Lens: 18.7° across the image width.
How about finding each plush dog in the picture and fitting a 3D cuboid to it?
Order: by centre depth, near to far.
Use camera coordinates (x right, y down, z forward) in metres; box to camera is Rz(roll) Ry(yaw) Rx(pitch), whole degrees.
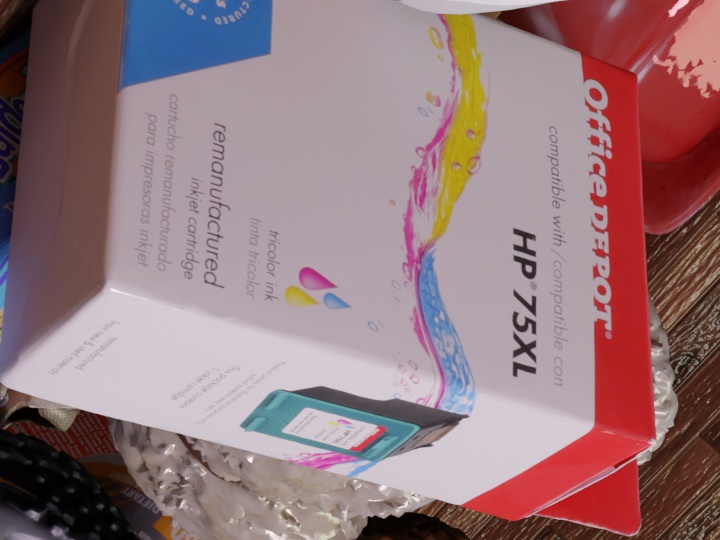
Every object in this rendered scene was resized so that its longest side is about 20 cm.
[{"bbox_3d":[-0.023,0.035,0.709,0.160,0.200,0.172,-37,168,-37],"label":"plush dog"}]

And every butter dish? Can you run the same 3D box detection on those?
[{"bbox_3d":[0.111,-0.151,0.954,0.200,0.201,0.147,-47,151,22],"label":"butter dish"}]

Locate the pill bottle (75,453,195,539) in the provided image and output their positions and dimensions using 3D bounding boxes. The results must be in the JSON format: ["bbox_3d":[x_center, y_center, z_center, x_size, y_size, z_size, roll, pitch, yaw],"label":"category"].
[{"bbox_3d":[-0.134,0.170,0.871,0.116,0.116,0.200,-49,178,40],"label":"pill bottle"}]

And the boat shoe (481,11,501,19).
[{"bbox_3d":[0.042,-0.156,0.773,0.072,0.072,0.201,-5,-134,44],"label":"boat shoe"}]

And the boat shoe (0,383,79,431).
[{"bbox_3d":[-0.132,0.031,0.844,0.200,0.072,0.076,-50,180,-10],"label":"boat shoe"}]

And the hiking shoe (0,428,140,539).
[{"bbox_3d":[-0.149,0.108,0.775,0.101,0.200,0.076,-45,-135,9],"label":"hiking shoe"}]

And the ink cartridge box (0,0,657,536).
[{"bbox_3d":[0.011,-0.008,0.581,0.067,0.199,0.117,-37,-135,49],"label":"ink cartridge box"}]

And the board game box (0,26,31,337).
[{"bbox_3d":[-0.126,0.004,0.633,0.152,0.045,0.200,-50,180,38],"label":"board game box"}]

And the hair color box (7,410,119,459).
[{"bbox_3d":[-0.172,0.105,1.043,0.199,0.064,0.111,-30,170,-32],"label":"hair color box"}]

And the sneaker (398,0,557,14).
[{"bbox_3d":[0.079,-0.113,0.603,0.199,0.076,0.092,-29,171,-23],"label":"sneaker"}]

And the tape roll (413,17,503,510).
[{"bbox_3d":[0.000,0.000,0.920,0.138,0.204,0.203,-21,165,-30],"label":"tape roll"}]
